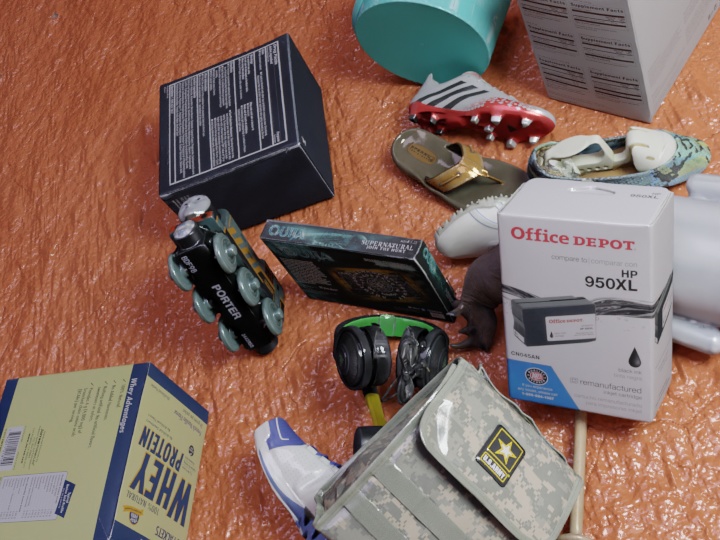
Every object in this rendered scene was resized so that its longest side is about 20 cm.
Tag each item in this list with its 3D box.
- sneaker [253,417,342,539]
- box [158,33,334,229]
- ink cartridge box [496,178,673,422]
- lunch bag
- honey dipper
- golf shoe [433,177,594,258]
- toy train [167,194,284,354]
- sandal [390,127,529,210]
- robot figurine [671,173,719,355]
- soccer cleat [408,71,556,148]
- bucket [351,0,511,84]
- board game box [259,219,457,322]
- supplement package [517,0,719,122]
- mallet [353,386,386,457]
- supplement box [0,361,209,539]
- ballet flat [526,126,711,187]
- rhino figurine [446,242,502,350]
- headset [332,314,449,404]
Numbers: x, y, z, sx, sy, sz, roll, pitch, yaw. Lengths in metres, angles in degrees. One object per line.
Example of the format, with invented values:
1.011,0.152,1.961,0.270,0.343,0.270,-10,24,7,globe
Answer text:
-0.018,0.224,0.975,0.115,0.081,0.200,-33,57,-3,sneaker
-0.150,-0.171,1.264,0.197,0.123,0.202,-18,54,15,box
0.211,0.026,0.899,0.143,0.202,0.084,6,28,29,ink cartridge box
0.082,0.198,0.859,0.164,0.118,0.200,44,90,-3,lunch bag
0.206,0.200,0.903,0.038,0.038,0.202,-3,55,24,honey dipper
0.176,-0.032,1.048,0.198,0.078,0.098,-14,61,20,golf shoe
-0.152,0.006,1.109,0.084,0.201,0.115,-22,37,14,toy train
0.112,-0.124,1.147,0.199,0.054,0.081,32,77,31,sandal
0.333,-0.008,0.926,0.198,0.113,0.172,14,93,33,robot figurine
0.149,-0.204,1.177,0.198,0.069,0.086,9,67,36,soccer cleat
0.092,-0.338,1.212,0.205,0.207,0.136,6,68,29,bucket
0.000,0.000,1.070,0.198,0.136,0.028,9,62,30,board game box
0.295,-0.318,1.094,0.146,0.200,0.192,22,69,35,supplement package
0.004,0.136,0.998,0.065,0.042,0.200,1,27,-19,mallet
-0.299,0.227,1.066,0.198,0.134,0.202,-8,56,21,supplement box
0.279,-0.123,1.052,0.198,0.074,0.075,-9,55,16,ballet flat
0.157,0.011,1.002,0.200,0.087,0.060,-49,6,23,rhino figurine
0.035,0.077,0.981,0.122,0.095,0.200,2,18,-4,headset
